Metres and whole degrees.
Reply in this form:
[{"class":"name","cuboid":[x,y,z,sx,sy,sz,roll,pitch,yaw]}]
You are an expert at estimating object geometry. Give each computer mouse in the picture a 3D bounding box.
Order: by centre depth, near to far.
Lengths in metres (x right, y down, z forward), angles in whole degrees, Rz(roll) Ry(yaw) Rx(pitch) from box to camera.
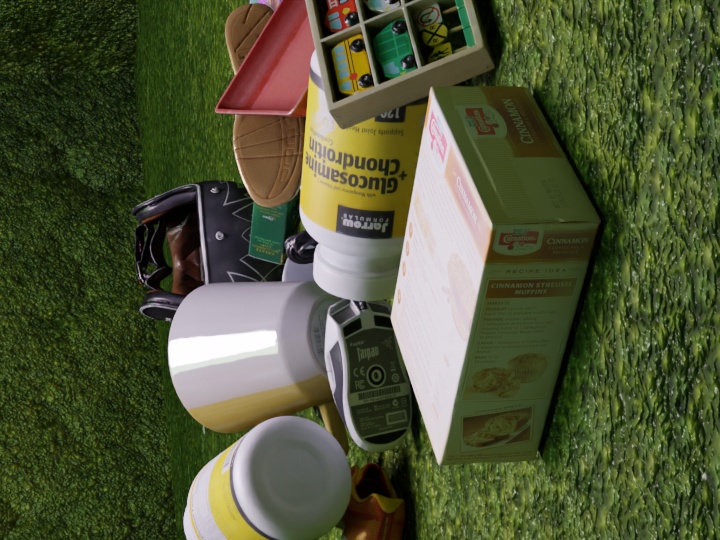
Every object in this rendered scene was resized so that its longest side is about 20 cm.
[{"class":"computer mouse","cuboid":[-0.004,0.060,1.288,0.044,0.109,0.202,-10,88,59]}]

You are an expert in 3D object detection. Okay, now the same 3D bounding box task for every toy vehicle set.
[{"class":"toy vehicle set","cuboid":[0.021,-0.210,1.102,0.027,0.124,0.201,51,-158,-52]}]

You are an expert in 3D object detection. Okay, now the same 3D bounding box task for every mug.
[{"class":"mug","cuboid":[-0.070,0.087,1.419,0.152,0.187,0.150,-12,43,38]}]

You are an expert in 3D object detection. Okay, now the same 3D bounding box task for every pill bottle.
[{"class":"pill bottle","cuboid":[0.008,-0.082,1.184,0.112,0.111,0.201,-115,26,-59]},{"class":"pill bottle","cuboid":[-0.095,0.214,1.353,0.200,0.111,0.113,139,129,-57]}]

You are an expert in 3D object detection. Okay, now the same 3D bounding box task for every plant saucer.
[{"class":"plant saucer","cuboid":[-0.034,-0.213,1.283,0.201,0.037,0.199,-60,24,-7]}]

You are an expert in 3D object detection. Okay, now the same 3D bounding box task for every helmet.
[{"class":"helmet","cuboid":[-0.181,-0.022,1.830,0.200,0.189,0.201,37,-133,-56]}]

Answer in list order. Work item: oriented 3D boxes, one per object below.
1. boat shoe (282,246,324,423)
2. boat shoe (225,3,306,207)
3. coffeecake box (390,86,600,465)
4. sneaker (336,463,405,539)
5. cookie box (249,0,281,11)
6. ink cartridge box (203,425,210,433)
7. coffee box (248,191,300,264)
[{"class":"boat shoe","cuboid":[-0.042,0.070,1.531,0.066,0.069,0.201,111,147,-55]},{"class":"boat shoe","cuboid":[-0.084,-0.151,1.387,0.069,0.070,0.202,63,-160,-74]},{"class":"coffeecake box","cuboid":[0.082,0.003,0.966,0.154,0.072,0.201,-107,20,-49]},{"class":"sneaker","cuboid":[0.002,0.216,1.384,0.200,0.073,0.078,-159,85,-69]},{"class":"cookie box","cuboid":[-0.056,-0.322,1.474,0.171,0.075,0.201,-114,32,-59]},{"class":"ink cartridge box","cuboid":[-0.102,0.099,1.579,0.200,0.059,0.105,-35,-51,-65]},{"class":"coffee box","cuboid":[-0.080,-0.118,1.603,0.201,0.044,0.123,100,-173,-45]}]
